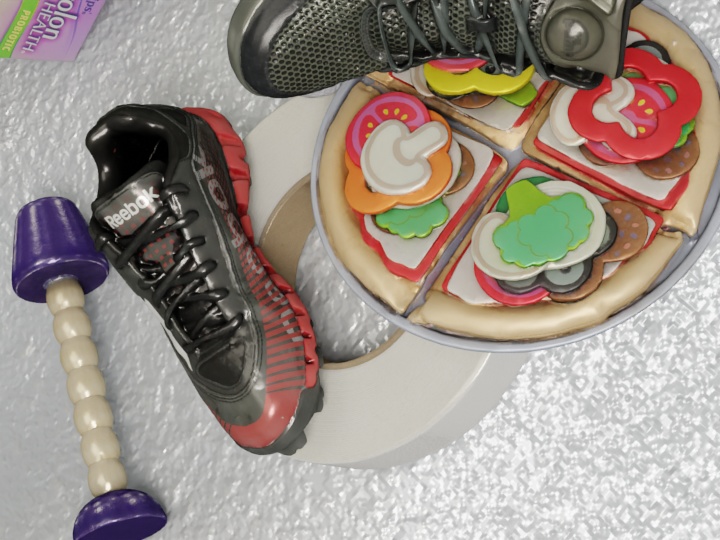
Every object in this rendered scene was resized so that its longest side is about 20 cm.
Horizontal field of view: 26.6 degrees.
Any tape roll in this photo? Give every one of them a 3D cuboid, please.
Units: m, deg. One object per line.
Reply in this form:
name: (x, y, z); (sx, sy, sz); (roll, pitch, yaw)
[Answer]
tape roll: (0.000, 0.000, 0.769); (0.203, 0.037, 0.203); (-9, 73, 32)

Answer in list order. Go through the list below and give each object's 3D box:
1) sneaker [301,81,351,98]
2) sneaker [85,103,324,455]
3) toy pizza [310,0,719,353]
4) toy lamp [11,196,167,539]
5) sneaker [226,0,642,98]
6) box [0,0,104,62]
sneaker: (-0.046, -0.169, 0.810); (0.115, 0.075, 0.200); (-13, 58, 33)
sneaker: (-0.083, -0.001, 0.743); (0.071, 0.098, 0.200); (-32, 64, 22)
toy pizza: (0.071, -0.058, 0.699); (0.200, 0.032, 0.200); (-7, 63, 13)
toy lamp: (-0.154, 0.052, 0.847); (0.058, 0.058, 0.200); (-30, 66, 24)
sneaker: (0.043, -0.118, 0.671); (0.199, 0.076, 0.114); (-23, 45, -12)
box: (-0.231, -0.212, 0.839); (0.176, 0.200, 0.097); (-50, 51, 44)
